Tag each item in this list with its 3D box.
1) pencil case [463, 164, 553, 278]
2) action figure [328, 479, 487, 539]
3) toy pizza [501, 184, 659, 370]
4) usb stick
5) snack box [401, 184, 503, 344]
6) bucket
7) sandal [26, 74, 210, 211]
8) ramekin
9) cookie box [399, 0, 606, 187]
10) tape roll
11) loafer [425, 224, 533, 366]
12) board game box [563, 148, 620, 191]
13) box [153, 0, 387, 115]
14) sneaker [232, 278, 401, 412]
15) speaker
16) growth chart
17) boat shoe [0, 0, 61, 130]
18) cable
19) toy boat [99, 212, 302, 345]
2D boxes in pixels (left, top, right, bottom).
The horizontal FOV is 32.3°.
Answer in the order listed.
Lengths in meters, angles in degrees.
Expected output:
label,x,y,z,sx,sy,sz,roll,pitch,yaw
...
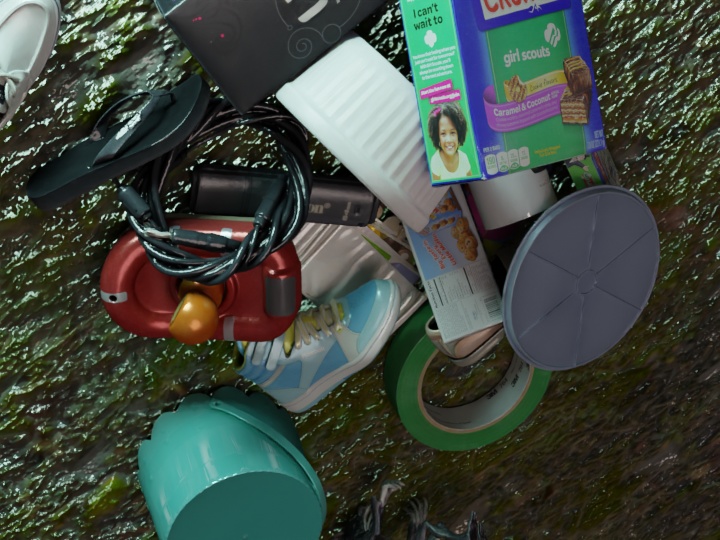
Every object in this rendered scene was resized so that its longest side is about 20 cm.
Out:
label,x,y,z,sx,sy,sz,roll,pitch,yaw
pencil case,0.150,-0.080,1.324,0.087,0.089,0.202,10,115,-25
action figure,0.052,0.313,1.504,0.197,0.103,0.119,1,161,22
toy pizza,0.220,0.006,1.256,0.198,0.032,0.203,-14,119,-26
usb stick,-0.077,-0.076,1.259,0.197,0.033,0.056,4,117,-17
snack box,0.086,-0.031,1.272,0.071,0.202,0.024,-21,169,11
bucket,-0.140,0.249,1.371,0.204,0.135,0.210,-10,123,-15
sandal,-0.227,-0.123,1.157,0.199,0.076,0.043,-32,127,-1
ramekin,0.015,-0.137,1.168,0.094,0.203,0.202,-46,124,5
cookie box,0.125,-0.190,1.097,0.170,0.075,0.203,-16,98,-39
tape roll,0.127,0.114,1.448,0.198,0.048,0.203,-10,122,-15
loafer,0.150,0.013,1.287,0.200,0.072,0.063,-48,127,7
board game box,0.235,-0.123,1.292,0.029,0.136,0.201,-18,132,17
box,-0.075,-0.260,1.118,0.199,0.106,0.122,-38,124,4
sneaker,-0.058,0.063,1.313,0.130,0.080,0.200,30,118,-31
speaker,0.126,-0.145,1.227,0.080,0.081,0.202,-21,95,-8
growth chart,0.000,0.000,1.352,0.144,0.018,0.200,-39,125,3
boat shoe,-0.325,-0.163,1.102,0.073,0.066,0.201,24,108,-30
cable,-0.126,-0.081,1.185,0.199,0.164,0.051,-31,165,-17
toy boat,-0.159,0.024,1.217,0.197,0.131,0.132,2,119,4
